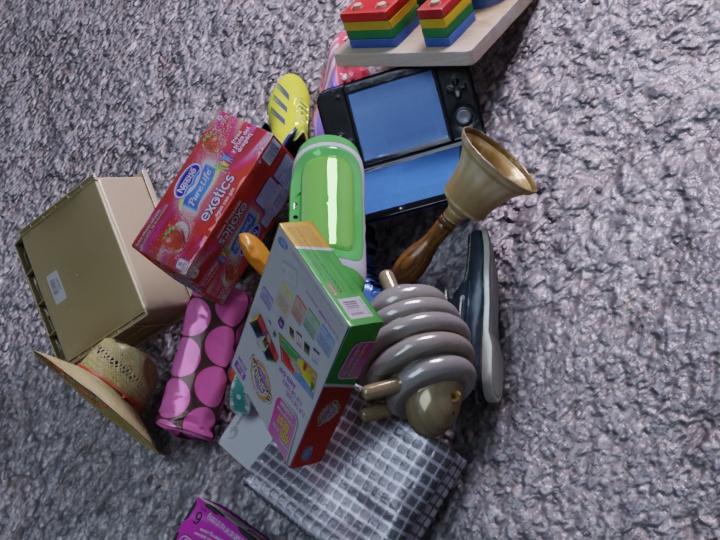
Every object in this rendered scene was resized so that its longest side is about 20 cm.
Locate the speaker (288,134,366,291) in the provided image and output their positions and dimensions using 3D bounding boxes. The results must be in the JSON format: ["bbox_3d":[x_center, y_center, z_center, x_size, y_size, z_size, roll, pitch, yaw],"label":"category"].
[{"bbox_3d":[-0.037,-0.052,1.228,0.088,0.088,0.201,-20,50,24],"label":"speaker"}]

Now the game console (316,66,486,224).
[{"bbox_3d":[0.042,-0.155,1.313,0.198,0.118,0.172,-14,94,17],"label":"game console"}]

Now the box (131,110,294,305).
[{"bbox_3d":[-0.169,-0.075,1.333,0.095,0.100,0.201,26,79,30],"label":"box"}]

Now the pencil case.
[{"bbox_3d":[-0.192,0.114,1.376,0.090,0.094,0.202,18,72,-8],"label":"pencil case"}]

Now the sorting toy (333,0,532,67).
[{"bbox_3d":[0.090,-0.331,1.367,0.199,0.070,0.199,6,40,35],"label":"sorting toy"}]

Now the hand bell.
[{"bbox_3d":[0.093,-0.047,1.216,0.200,0.104,0.104,-51,48,22],"label":"hand bell"}]

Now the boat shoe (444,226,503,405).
[{"bbox_3d":[0.122,0.049,1.212,0.061,0.075,0.202,-6,72,18],"label":"boat shoe"}]

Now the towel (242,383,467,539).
[{"bbox_3d":[-0.012,0.213,1.175,0.199,0.086,0.166,29,84,28],"label":"towel"}]

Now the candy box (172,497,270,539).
[{"bbox_3d":[-0.178,0.378,1.245,0.136,0.061,0.201,24,82,38],"label":"candy box"}]

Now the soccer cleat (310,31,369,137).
[{"bbox_3d":[-0.034,-0.225,1.458,0.076,0.067,0.202,-16,62,31],"label":"soccer cleat"}]

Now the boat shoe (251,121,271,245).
[{"bbox_3d":[-0.140,-0.113,1.462,0.061,0.073,0.201,-18,58,15],"label":"boat shoe"}]

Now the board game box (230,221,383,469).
[{"bbox_3d":[-0.061,0.076,1.120,0.153,0.040,0.201,54,136,36],"label":"board game box"}]

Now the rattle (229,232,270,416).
[{"bbox_3d":[-0.134,0.069,1.266,0.200,0.142,0.131,-35,50,34],"label":"rattle"}]

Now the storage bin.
[{"bbox_3d":[-0.341,0.004,1.457,0.198,0.093,0.201,-30,78,32],"label":"storage bin"}]

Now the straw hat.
[{"bbox_3d":[-0.301,0.132,1.374,0.200,0.201,0.085,23,67,39],"label":"straw hat"}]

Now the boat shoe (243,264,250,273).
[{"bbox_3d":[-0.238,-0.016,1.479,0.199,0.068,0.073,-7,63,30],"label":"boat shoe"}]

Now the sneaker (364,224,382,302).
[{"bbox_3d":[-0.001,0.000,1.310,0.199,0.076,0.112,20,88,45],"label":"sneaker"}]

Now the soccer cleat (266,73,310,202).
[{"bbox_3d":[-0.087,-0.179,1.448,0.084,0.064,0.202,-33,43,50],"label":"soccer cleat"}]

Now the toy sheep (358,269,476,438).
[{"bbox_3d":[0.049,0.080,1.133,0.137,0.138,0.201,-29,58,18],"label":"toy sheep"}]

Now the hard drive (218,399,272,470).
[{"bbox_3d":[-0.067,0.200,1.285,0.199,0.027,0.132,32,87,40],"label":"hard drive"}]
